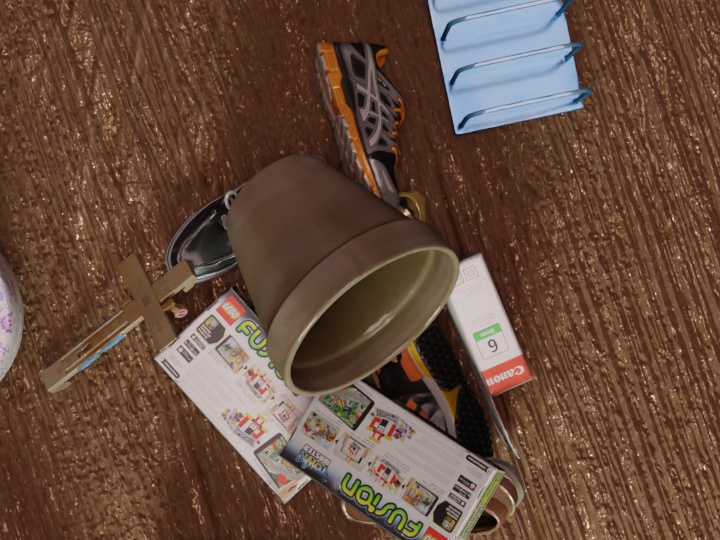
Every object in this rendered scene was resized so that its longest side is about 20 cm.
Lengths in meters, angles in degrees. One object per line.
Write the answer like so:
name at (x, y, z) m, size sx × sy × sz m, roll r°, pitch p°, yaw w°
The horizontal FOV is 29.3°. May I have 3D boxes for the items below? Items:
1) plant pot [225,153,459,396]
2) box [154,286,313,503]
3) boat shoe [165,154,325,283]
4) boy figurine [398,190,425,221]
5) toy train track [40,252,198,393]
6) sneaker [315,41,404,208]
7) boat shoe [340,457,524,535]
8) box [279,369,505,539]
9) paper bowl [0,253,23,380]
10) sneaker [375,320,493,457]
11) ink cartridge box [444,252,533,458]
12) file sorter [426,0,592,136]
plant pot at (-0.036, -0.010, 1.305) m, size 0.200 × 0.200 × 0.174 m, roll -40°, pitch 65°, yaw 0°
box at (-0.105, 0.127, 1.418) m, size 0.110 × 0.035 × 0.200 m, roll -42°, pitch 90°, yaw -1°
boat shoe at (-0.115, -0.052, 1.409) m, size 0.198 × 0.068 × 0.074 m, roll -28°, pitch 90°, yaw 0°
boy figurine at (0.000, 0.000, 1.413) m, size 0.200 × 0.064 × 0.124 m, roll -43°, pitch 82°, yaw 2°
toy train track at (-0.243, 0.060, 1.417) m, size 0.200 × 0.033 × 0.115 m, roll -37°, pitch 60°, yaw 11°
sneaker at (0.011, -0.149, 1.391) m, size 0.077 × 0.078 × 0.201 m, roll -12°, pitch 72°, yaw -12°
boat shoe at (0.063, 0.231, 1.375) m, size 0.199 × 0.072 × 0.076 m, roll -11°, pitch 117°, yaw 30°
box at (0.029, 0.187, 1.339) m, size 0.199 × 0.035 × 0.111 m, roll 32°, pitch 90°, yaw 24°
paper bowl at (-0.439, 0.047, 1.388) m, size 0.199 × 0.104 × 0.203 m, roll 0°, pitch 90°, yaw 0°
sneaker at (0.068, 0.146, 1.422) m, size 0.090 × 0.070 × 0.201 m, roll -15°, pitch 105°, yaw 33°
ink cartridge box at (0.134, 0.082, 1.392) m, size 0.050 × 0.109 × 0.201 m, roll -23°, pitch 91°, yaw 0°
file sorter at (0.145, -0.253, 1.385) m, size 0.138 × 0.123 × 0.202 m, roll -12°, pitch 91°, yaw 0°
